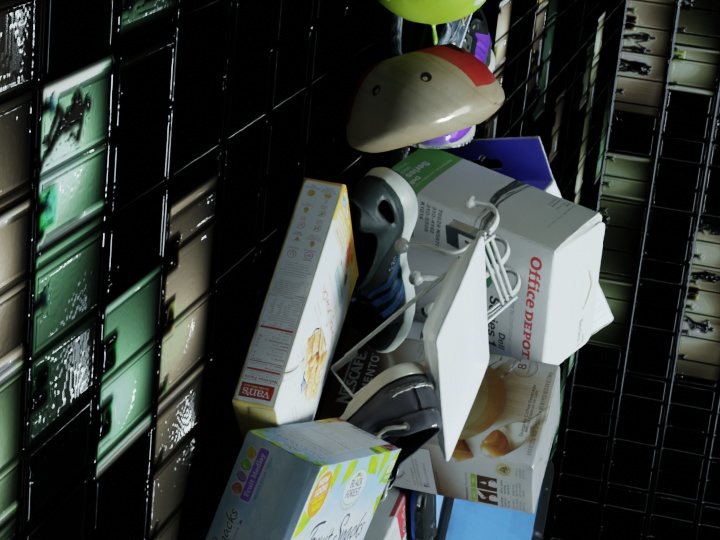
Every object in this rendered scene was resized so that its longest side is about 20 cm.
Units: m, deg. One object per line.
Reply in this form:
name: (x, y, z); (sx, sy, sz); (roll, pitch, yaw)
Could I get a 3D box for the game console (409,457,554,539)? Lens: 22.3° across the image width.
game console: (0.121, 0.202, 1.762); (0.171, 0.118, 0.201); (87, 13, -47)

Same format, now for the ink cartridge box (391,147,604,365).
ink cartridge box: (0.117, -0.010, 1.704); (0.084, 0.199, 0.147); (-35, 138, -41)

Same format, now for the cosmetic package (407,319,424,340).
cosmetic package: (0.058, 0.098, 1.852); (0.200, 0.071, 0.102); (11, 90, -78)

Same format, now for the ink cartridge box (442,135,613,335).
ink cartridge box: (0.139, -0.033, 1.799); (0.043, 0.198, 0.201); (-32, 107, -28)

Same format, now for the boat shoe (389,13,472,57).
boat shoe: (0.076, -0.262, 1.653); (0.091, 0.070, 0.201); (39, 64, -80)

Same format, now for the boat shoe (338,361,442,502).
boat shoe: (-0.001, 0.158, 1.488); (0.072, 0.063, 0.200); (-1, 140, -44)

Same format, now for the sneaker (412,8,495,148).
sneaker: (0.081, -0.199, 1.759); (0.201, 0.069, 0.100); (-71, 158, -50)

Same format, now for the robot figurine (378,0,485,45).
robot figurine: (0.065, -0.290, 1.485); (0.175, 0.115, 0.201); (32, 68, -47)

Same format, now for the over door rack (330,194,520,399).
over door rack: (0.050, 0.041, 1.553); (0.200, 0.066, 0.148); (-50, 154, -11)

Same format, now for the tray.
tray: (0.077, 0.065, 1.499); (0.200, 0.022, 0.108); (82, 29, -56)

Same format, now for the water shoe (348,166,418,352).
water shoe: (0.000, 0.000, 1.585); (0.079, 0.071, 0.201); (-34, 141, -34)

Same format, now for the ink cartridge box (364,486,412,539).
ink cartridge box: (-0.011, 0.301, 1.681); (0.144, 0.083, 0.201); (-58, 155, -61)

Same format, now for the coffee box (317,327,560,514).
coffee box: (0.072, 0.135, 1.651); (0.080, 0.199, 0.115); (83, 21, -50)

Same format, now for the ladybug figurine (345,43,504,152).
ladybug figurine: (0.050, -0.147, 1.531); (0.200, 0.135, 0.072); (-43, 117, -80)

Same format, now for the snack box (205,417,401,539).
snack box: (-0.054, 0.200, 1.356); (0.169, 0.067, 0.200); (-67, 165, 4)

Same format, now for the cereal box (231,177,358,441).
cereal box: (-0.048, 0.050, 1.422); (0.144, 0.039, 0.201); (82, 21, -61)
